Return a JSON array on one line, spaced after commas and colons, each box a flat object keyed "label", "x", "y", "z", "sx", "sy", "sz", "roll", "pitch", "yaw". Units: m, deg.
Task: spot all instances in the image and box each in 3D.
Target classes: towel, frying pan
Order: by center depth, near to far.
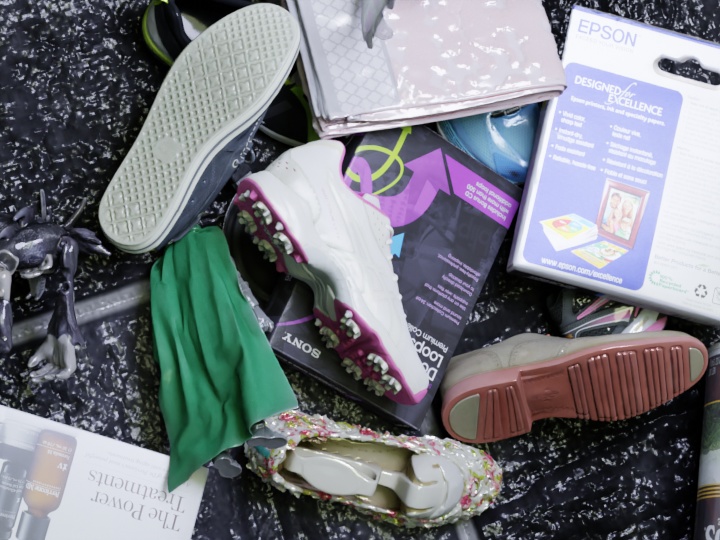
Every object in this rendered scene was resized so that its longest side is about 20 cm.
[{"label": "towel", "x": 0.035, "y": -0.202, "z": 1.320, "sx": 0.189, "sy": 0.032, "sz": 0.202, "roll": -11, "pitch": 73, "yaw": -16}, {"label": "frying pan", "x": -0.079, "y": -0.038, "z": 1.331, "sx": 0.189, "sy": 0.031, "sz": 0.116, "roll": 30, "pitch": 73, "yaw": -13}]

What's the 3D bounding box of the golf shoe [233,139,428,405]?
[{"label": "golf shoe", "x": 0.000, "y": 0.000, "z": 1.266, "sx": 0.091, "sy": 0.075, "sz": 0.201, "roll": -41, "pitch": 109, "yaw": -24}]

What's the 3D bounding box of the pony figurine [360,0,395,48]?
[{"label": "pony figurine", "x": 0.050, "y": -0.260, "z": 1.262, "sx": 0.198, "sy": 0.168, "sz": 0.194, "roll": 2, "pitch": 34, "yaw": -7}]

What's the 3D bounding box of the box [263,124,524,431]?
[{"label": "box", "x": 0.022, "y": -0.003, "z": 1.336, "sx": 0.142, "sy": 0.036, "sz": 0.201, "roll": 30, "pitch": 78, "yaw": -25}]

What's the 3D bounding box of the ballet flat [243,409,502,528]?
[{"label": "ballet flat", "x": 0.013, "y": 0.150, "z": 1.311, "sx": 0.198, "sy": 0.064, "sz": 0.076, "roll": 10, "pitch": 100, "yaw": -15}]

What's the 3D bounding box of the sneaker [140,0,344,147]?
[{"label": "sneaker", "x": -0.070, "y": -0.147, "z": 1.330, "sx": 0.199, "sy": 0.083, "sz": 0.072, "roll": 23, "pitch": 74, "yaw": -14}]

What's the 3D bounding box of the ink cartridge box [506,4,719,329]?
[{"label": "ink cartridge box", "x": 0.223, "y": -0.072, "z": 1.361, "sx": 0.196, "sy": 0.047, "sz": 0.202, "roll": 15, "pitch": 81, "yaw": -5}]

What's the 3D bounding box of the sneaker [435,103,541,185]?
[{"label": "sneaker", "x": 0.090, "y": -0.157, "z": 1.383, "sx": 0.078, "sy": 0.090, "sz": 0.201, "roll": -26, "pitch": 89, "yaw": -22}]

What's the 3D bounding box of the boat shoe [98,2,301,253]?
[{"label": "boat shoe", "x": -0.109, "y": -0.098, "z": 1.277, "sx": 0.074, "sy": 0.062, "sz": 0.201, "roll": 33, "pitch": 89, "yaw": 16}]

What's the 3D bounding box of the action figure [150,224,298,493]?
[{"label": "action figure", "x": -0.103, "y": 0.041, "z": 1.271, "sx": 0.055, "sy": 0.118, "sz": 0.201, "roll": 31, "pitch": 34, "yaw": -51}]

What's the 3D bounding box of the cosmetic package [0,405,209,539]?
[{"label": "cosmetic package", "x": -0.217, "y": 0.179, "z": 1.237, "sx": 0.198, "sy": 0.052, "sz": 0.152, "roll": 18, "pitch": 77, "yaw": -15}]

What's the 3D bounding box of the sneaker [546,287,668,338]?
[{"label": "sneaker", "x": 0.220, "y": -0.015, "z": 1.408, "sx": 0.086, "sy": 0.080, "sz": 0.200, "roll": 43, "pitch": 69, "yaw": -5}]

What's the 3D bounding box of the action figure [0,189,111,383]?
[{"label": "action figure", "x": -0.245, "y": 0.020, "z": 1.230, "sx": 0.118, "sy": 0.103, "sz": 0.200, "roll": 18, "pitch": 31, "yaw": 12}]

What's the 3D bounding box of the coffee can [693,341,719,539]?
[{"label": "coffee can", "x": 0.323, "y": 0.163, "z": 1.374, "sx": 0.145, "sy": 0.146, "sz": 0.202, "roll": 11, "pitch": 76, "yaw": -17}]

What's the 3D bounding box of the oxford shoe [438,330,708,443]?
[{"label": "oxford shoe", "x": 0.152, "y": 0.067, "z": 1.345, "sx": 0.198, "sy": 0.074, "sz": 0.071, "roll": -9, "pitch": 126, "yaw": -1}]
